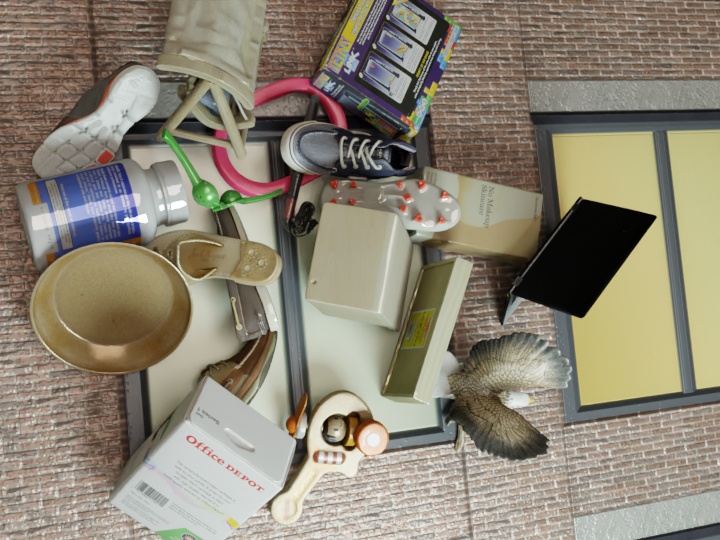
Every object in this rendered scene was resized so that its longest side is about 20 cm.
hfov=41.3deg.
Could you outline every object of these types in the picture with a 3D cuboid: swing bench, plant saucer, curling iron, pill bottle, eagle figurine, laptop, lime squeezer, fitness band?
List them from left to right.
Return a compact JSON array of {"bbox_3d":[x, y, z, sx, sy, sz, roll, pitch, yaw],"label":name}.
[{"bbox_3d":[-0.322,-0.077,1.205,0.197,0.112,0.114,-16,90,-20],"label":"pill bottle"},{"bbox_3d":[-0.309,0.042,1.196,0.196,0.036,0.203,-7,125,-10],"label":"plant saucer"},{"bbox_3d":[-0.181,-0.282,1.203,0.127,0.200,0.202,10,69,-10],"label":"swing bench"},{"bbox_3d":[-0.181,-0.108,1.237,0.198,0.037,0.072,24,48,-40],"label":"lime squeezer"},{"bbox_3d":[-0.112,-0.185,1.335,0.198,0.037,0.146,-27,97,-19],"label":"fitness band"},{"bbox_3d":[-0.076,-0.144,1.317,0.049,0.025,0.204,13,77,-42],"label":"curling iron"},{"bbox_3d":[0.188,0.171,1.320,0.149,0.200,0.154,-23,93,-20],"label":"eagle figurine"},{"bbox_3d":[0.304,0.003,1.365,0.115,0.201,0.188,36,72,17],"label":"laptop"}]

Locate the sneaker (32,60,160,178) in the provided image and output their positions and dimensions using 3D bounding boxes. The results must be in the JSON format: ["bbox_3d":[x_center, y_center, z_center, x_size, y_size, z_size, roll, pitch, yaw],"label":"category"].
[{"bbox_3d":[-0.342,-0.194,1.240,0.199,0.082,0.077,-40,127,0],"label":"sneaker"}]

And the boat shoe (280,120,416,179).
[{"bbox_3d":[-0.009,-0.163,1.298,0.198,0.092,0.076,-1,94,-46],"label":"boat shoe"}]

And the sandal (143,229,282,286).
[{"bbox_3d":[-0.207,-0.020,1.208,0.208,0.070,0.079,3,77,16],"label":"sandal"}]

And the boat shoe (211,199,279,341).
[{"bbox_3d":[-0.166,-0.005,1.266,0.059,0.072,0.203,-21,74,-5],"label":"boat shoe"}]

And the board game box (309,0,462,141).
[{"bbox_3d":[0.039,-0.309,1.373,0.164,0.057,0.202,31,64,-14],"label":"board game box"}]

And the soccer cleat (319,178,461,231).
[{"bbox_3d":[0.042,-0.090,1.326,0.196,0.078,0.071,7,76,6],"label":"soccer cleat"}]

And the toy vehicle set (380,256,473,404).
[{"bbox_3d":[0.091,0.085,1.334,0.026,0.124,0.203,22,78,-16],"label":"toy vehicle set"}]

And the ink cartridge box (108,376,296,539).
[{"bbox_3d":[-0.193,0.246,1.173,0.144,0.200,0.084,37,34,-12],"label":"ink cartridge box"}]

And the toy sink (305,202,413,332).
[{"bbox_3d":[0.000,0.000,1.304,0.110,0.200,0.133,9,82,11],"label":"toy sink"}]

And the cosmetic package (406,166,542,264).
[{"bbox_3d":[0.163,-0.078,1.404,0.197,0.071,0.107,9,82,-19],"label":"cosmetic package"}]

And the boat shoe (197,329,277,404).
[{"bbox_3d":[-0.178,0.155,1.257,0.073,0.076,0.202,31,75,-11],"label":"boat shoe"}]

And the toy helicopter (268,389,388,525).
[{"bbox_3d":[-0.064,0.250,1.292,0.132,0.079,0.201,37,86,-20],"label":"toy helicopter"}]
